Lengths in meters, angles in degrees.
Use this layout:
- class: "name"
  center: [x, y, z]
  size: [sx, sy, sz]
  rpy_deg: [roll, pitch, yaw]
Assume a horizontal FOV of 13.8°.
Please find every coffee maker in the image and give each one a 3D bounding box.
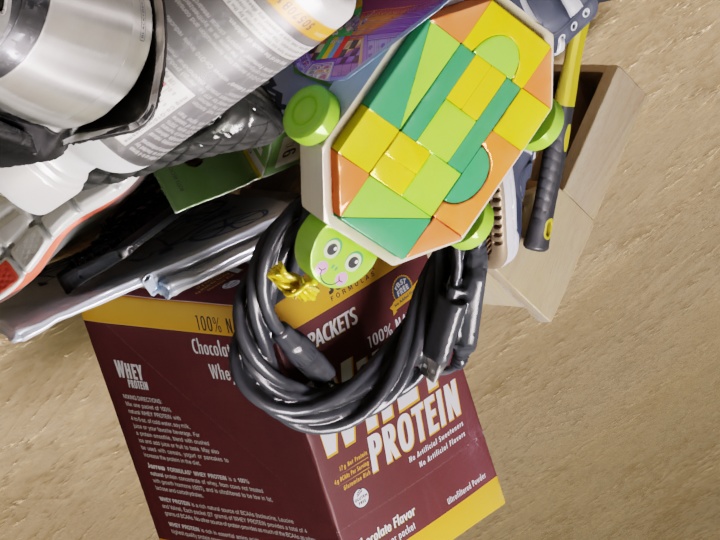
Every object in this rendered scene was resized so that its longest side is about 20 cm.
- class: "coffee maker"
  center: [-0.213, -0.108, 1.372]
  size: [0.192, 0.135, 0.200]
  rpy_deg: [-34, 161, 18]

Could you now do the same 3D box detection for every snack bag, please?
- class: "snack bag"
  center: [-0.141, 0.000, 1.804]
  size: [0.200, 0.021, 0.189]
  rpy_deg: [-24, -168, -16]

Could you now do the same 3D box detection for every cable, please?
- class: "cable"
  center: [0.000, 0.000, 1.709]
  size: [0.163, 0.051, 0.200]
  rpy_deg: [-12, 129, -24]

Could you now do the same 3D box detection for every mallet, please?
- class: "mallet"
  center: [0.123, -0.111, 1.849]
  size: [0.066, 0.041, 0.200]
  rpy_deg: [8, 97, -59]

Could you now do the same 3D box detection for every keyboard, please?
- class: "keyboard"
  center: [-0.117, -0.050, 1.775]
  size: [0.104, 0.040, 0.200]
  rpy_deg: [-30, -174, 44]

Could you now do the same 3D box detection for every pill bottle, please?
- class: "pill bottle"
  center: [-0.111, -0.122, 1.515]
  size: [0.200, 0.116, 0.116]
  rpy_deg: [-35, 161, 14]

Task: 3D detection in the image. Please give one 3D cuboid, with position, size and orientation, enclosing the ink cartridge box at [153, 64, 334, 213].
- class: "ink cartridge box"
  center: [-0.034, -0.121, 1.654]
  size: [0.200, 0.104, 0.059]
  rpy_deg: [-23, 161, -17]

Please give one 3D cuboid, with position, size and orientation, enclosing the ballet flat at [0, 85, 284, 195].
- class: "ballet flat"
  center: [-0.130, -0.067, 1.621]
  size: [0.200, 0.066, 0.057]
  rpy_deg: [-9, 148, 37]

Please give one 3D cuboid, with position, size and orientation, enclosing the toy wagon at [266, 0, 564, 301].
- class: "toy wagon"
  center: [0.025, -0.062, 1.616]
  size: [0.155, 0.040, 0.200]
  rpy_deg: [32, 93, -44]

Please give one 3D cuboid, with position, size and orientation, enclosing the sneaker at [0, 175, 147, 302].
- class: "sneaker"
  center: [-0.191, -0.027, 1.723]
  size: [0.200, 0.077, 0.082]
  rpy_deg: [-32, 169, 11]

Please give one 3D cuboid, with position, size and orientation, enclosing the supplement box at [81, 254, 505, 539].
- class: "supplement box"
  center: [-0.045, 0.078, 1.868]
  size: [0.133, 0.200, 0.197]
  rpy_deg: [-31, -158, -35]

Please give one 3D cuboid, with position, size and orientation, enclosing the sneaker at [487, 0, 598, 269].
- class: "sneaker"
  center: [0.092, -0.107, 1.795]
  size: [0.108, 0.200, 0.070]
  rpy_deg: [-25, -156, -33]

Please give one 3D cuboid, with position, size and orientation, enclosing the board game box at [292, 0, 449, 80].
- class: "board game box"
  center: [0.023, -0.191, 1.552]
  size: [0.200, 0.158, 0.039]
  rpy_deg: [-36, 123, 19]

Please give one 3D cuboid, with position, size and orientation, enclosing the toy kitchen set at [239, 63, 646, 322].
- class: "toy kitchen set"
  center: [0.040, -0.093, 1.924]
  size: [0.163, 0.180, 0.200]
  rpy_deg: [5, 152, 43]
